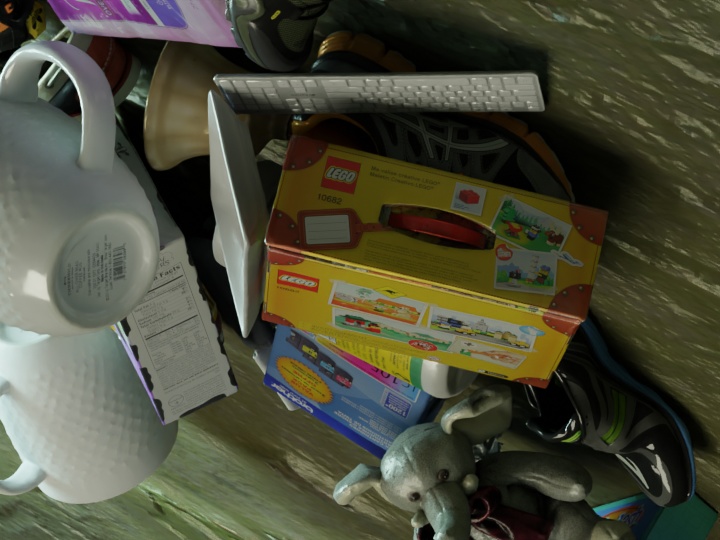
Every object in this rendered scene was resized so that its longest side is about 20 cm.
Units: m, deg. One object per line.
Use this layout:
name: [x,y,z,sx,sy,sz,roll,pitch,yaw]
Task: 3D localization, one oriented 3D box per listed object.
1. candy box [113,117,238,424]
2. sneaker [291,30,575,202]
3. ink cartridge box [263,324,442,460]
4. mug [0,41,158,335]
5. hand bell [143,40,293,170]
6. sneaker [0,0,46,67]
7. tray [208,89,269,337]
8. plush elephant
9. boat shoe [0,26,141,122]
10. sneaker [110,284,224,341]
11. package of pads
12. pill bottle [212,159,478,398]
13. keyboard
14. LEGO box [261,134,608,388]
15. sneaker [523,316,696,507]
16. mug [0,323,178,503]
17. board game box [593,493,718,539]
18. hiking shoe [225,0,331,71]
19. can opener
candy box: [-0.175,-0.007,1.693,0.168,0.071,0.200,59,170,38]
sneaker: [0.045,-0.073,1.394,0.199,0.077,0.078,29,152,11]
ink cartridge box: [0.003,0.070,1.687,0.136,0.076,0.200,32,155,8]
mug: [-0.219,-0.057,1.488,0.175,0.147,0.201,31,115,43]
hand bell: [-0.036,-0.096,1.473,0.199,0.104,0.104,14,149,13]
sneaker: [-0.263,-0.206,1.574,0.090,0.070,0.200,25,156,-12]
tray: [-0.078,-0.035,1.416,0.200,0.022,0.108,100,158,-72]
plush elephant: [0.079,0.174,1.619,0.155,0.165,0.200,27,-152,-44]
boat shoe: [-0.251,-0.129,1.621,0.200,0.071,0.062,-22,139,38]
sneaker: [-0.208,0.027,1.870,0.199,0.075,0.090,25,147,24]
package of pads: [-0.135,-0.207,1.389,0.199,0.076,0.121,11,145,42]
pill bottle: [0.000,0.000,1.527,0.199,0.113,0.113,26,152,19]
keyboard: [0.012,-0.109,1.336,0.199,0.011,0.056,0,167,10]
LEGO box: [0.041,-0.002,1.372,0.199,0.078,0.149,14,160,0]
sneaker: [0.160,0.100,1.532,0.200,0.083,0.071,46,153,-21]
mug: [-0.279,0.116,1.964,0.147,0.200,0.176,20,144,40]
board game box: [0.174,0.262,1.651,0.045,0.200,0.152,39,155,-10]
hiking shoe: [-0.016,-0.184,1.259,0.100,0.076,0.200,24,138,10]
can opener: [-0.088,0.037,1.764,0.066,0.053,0.200,13,146,40]
